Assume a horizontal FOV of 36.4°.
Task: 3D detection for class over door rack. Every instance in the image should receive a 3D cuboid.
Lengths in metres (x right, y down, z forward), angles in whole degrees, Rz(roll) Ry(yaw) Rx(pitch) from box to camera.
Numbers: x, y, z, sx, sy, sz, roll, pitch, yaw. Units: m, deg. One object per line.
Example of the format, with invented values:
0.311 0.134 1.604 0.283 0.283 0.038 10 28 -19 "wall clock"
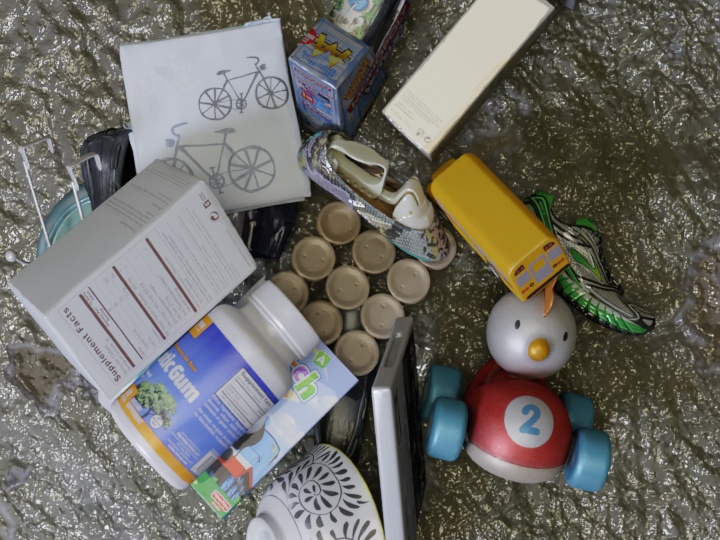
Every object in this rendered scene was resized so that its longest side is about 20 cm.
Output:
-0.328 -0.032 1.168 0.066 0.147 0.204 -12 111 -35 "over door rack"

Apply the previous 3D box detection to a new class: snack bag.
-0.160 -0.160 1.175 0.185 0.021 0.204 -11 94 -5 "snack bag"

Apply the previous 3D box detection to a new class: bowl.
-0.060 0.292 1.146 0.093 0.200 0.205 -9 89 -31 "bowl"

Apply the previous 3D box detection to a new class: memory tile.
0.000 0.000 1.206 0.152 0.017 0.201 37 76 4 "memory tile"

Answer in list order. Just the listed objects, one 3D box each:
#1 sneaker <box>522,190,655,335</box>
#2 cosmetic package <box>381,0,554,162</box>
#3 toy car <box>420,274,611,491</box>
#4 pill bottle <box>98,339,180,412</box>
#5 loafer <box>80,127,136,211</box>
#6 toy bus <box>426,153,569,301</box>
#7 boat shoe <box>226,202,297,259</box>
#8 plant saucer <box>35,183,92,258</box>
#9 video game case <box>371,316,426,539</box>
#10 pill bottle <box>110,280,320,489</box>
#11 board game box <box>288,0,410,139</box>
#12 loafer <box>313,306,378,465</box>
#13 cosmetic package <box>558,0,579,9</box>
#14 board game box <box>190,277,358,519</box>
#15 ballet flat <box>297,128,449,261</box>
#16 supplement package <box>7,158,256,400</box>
0.241 -0.006 1.176 0.200 0.078 0.085 42 94 6 "sneaker"
0.115 -0.219 1.178 0.073 0.104 0.200 42 96 4 "cosmetic package"
0.171 0.094 1.119 0.181 0.177 0.204 12 106 -2 "toy car"
-0.184 0.159 1.213 0.199 0.111 0.112 37 94 5 "pill bottle"
-0.257 -0.058 1.206 0.069 0.068 0.204 -14 85 23 "loafer"
0.134 -0.054 1.140 0.065 0.078 0.201 -39 47 2 "toy bus"
-0.108 -0.107 1.231 0.091 0.075 0.204 16 90 -12 "boat shoe"
-0.288 -0.009 1.268 0.196 0.027 0.204 0 91 8 "plant saucer"
0.042 0.175 1.123 0.023 0.182 0.204 -2 108 11 "video game case"
-0.138 0.106 1.073 0.200 0.112 0.112 -43 86 -8 "pill bottle"
-0.007 -0.232 1.144 0.061 0.200 0.202 31 94 6 "board game box"
-0.018 0.128 1.212 0.067 0.070 0.205 5 91 6 "loafer"
0.201 -0.345 1.117 0.106 0.200 0.091 36 94 5 "cosmetic package"
-0.122 0.132 1.145 0.200 0.037 0.151 -44 84 -9 "board game box"
0.025 -0.083 1.161 0.199 0.072 0.073 35 94 -10 "ballet flat"
-0.224 0.005 1.083 0.200 0.116 0.118 -42 125 -17 "supplement package"
